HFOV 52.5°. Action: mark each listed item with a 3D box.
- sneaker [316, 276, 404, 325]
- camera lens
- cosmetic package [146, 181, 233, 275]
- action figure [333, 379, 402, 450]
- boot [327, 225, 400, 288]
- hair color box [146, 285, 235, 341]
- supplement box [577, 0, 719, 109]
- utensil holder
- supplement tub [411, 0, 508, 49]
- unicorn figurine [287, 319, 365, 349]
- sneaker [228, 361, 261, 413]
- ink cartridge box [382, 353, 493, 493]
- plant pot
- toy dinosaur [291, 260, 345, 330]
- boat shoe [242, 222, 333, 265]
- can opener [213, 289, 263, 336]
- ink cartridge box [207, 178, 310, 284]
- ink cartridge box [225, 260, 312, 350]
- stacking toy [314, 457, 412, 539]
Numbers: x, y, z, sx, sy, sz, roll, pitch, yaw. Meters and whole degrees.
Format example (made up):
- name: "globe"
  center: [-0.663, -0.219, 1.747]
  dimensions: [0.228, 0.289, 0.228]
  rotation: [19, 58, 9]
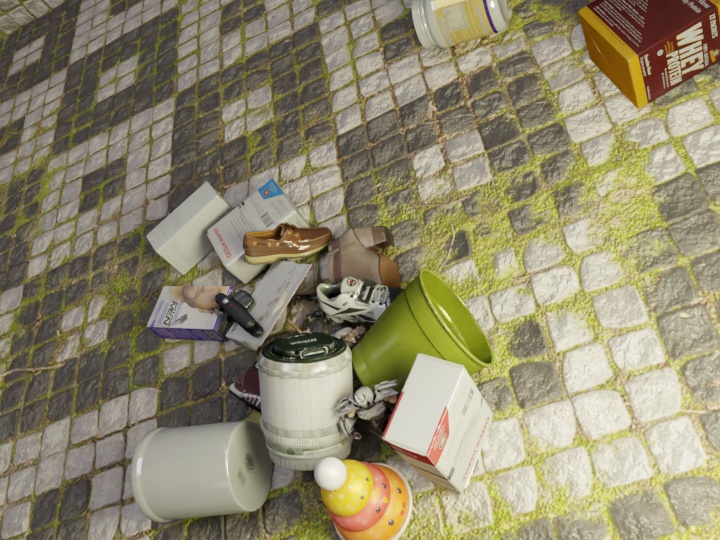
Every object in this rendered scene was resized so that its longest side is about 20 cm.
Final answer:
- name: "sneaker"
  center: [0.004, 0.051, 1.363]
  dimensions: [0.199, 0.089, 0.074]
  rotation: [-6, 46, 27]
- name: "camera lens"
  center: [-0.091, 0.216, 1.246]
  dimensions: [0.159, 0.160, 0.201]
  rotation: [6, 105, 33]
- name: "cosmetic package"
  center: [-0.397, -0.101, 1.752]
  dimensions: [0.200, 0.113, 0.081]
  rotation: [-42, 48, -4]
- name: "action figure"
  center: [0.039, 0.241, 1.195]
  dimensions: [0.129, 0.200, 0.070]
  rotation: [-15, 53, 23]
- name: "boot"
  center: [0.000, 0.000, 1.486]
  dimensions: [0.146, 0.070, 0.201]
  rotation: [-21, 54, 28]
- name: "hair color box"
  center: [-0.371, 0.094, 1.633]
  dimensions: [0.199, 0.065, 0.110]
  rotation: [0, 58, 28]
- name: "supplement box"
  center: [0.570, -0.463, 1.419]
  dimensions: [0.199, 0.133, 0.198]
  rotation: [-31, 48, 9]
- name: "utensil holder"
  center: [-0.283, 0.362, 1.326]
  dimensions: [0.199, 0.170, 0.171]
  rotation: [-12, 53, 20]
- name: "supplement tub"
  center: [0.234, -0.608, 1.710]
  dimensions: [0.199, 0.146, 0.146]
  rotation: [-10, 54, 24]
- name: "unicorn figurine"
  center: [-0.072, 0.147, 1.394]
  dimensions: [0.199, 0.074, 0.137]
  rotation: [-9, 21, 25]
- name: "sneaker"
  center: [-0.163, 0.224, 1.413]
  dimensions: [0.199, 0.076, 0.116]
  rotation: [20, 67, 39]
- name: "ink cartridge box"
  center: [0.126, 0.242, 1.140]
  dimensions: [0.082, 0.200, 0.147]
  rotation: [13, 66, 31]
- name: "plant pot"
  center: [0.094, 0.134, 1.264]
  dimensions: [0.193, 0.200, 0.201]
  rotation: [-38, 46, 18]
- name: "toy dinosaur"
  center: [-0.091, 0.066, 1.503]
  dimensions: [0.088, 0.048, 0.200]
  rotation: [-33, 45, 1]
- name: "boat shoe"
  center: [-0.156, -0.066, 1.570]
  dimensions: [0.199, 0.068, 0.072]
  rotation: [-12, 29, -12]
- name: "can opener"
  center: [-0.248, 0.084, 1.484]
  dimensions: [0.079, 0.063, 0.200]
  rotation: [-51, 28, -4]
- name: "ink cartridge box"
  center: [-0.232, -0.090, 1.664]
  dimensions: [0.200, 0.084, 0.146]
  rotation: [-38, 48, 3]
- name: "ink cartridge box"
  center: [-0.179, 0.072, 1.510]
  dimensions: [0.173, 0.044, 0.201]
  rotation: [6, 60, 56]
- name: "stacking toy"
  center: [-0.016, 0.350, 1.152]
  dimensions: [0.145, 0.200, 0.147]
  rotation: [-15, 53, 21]
